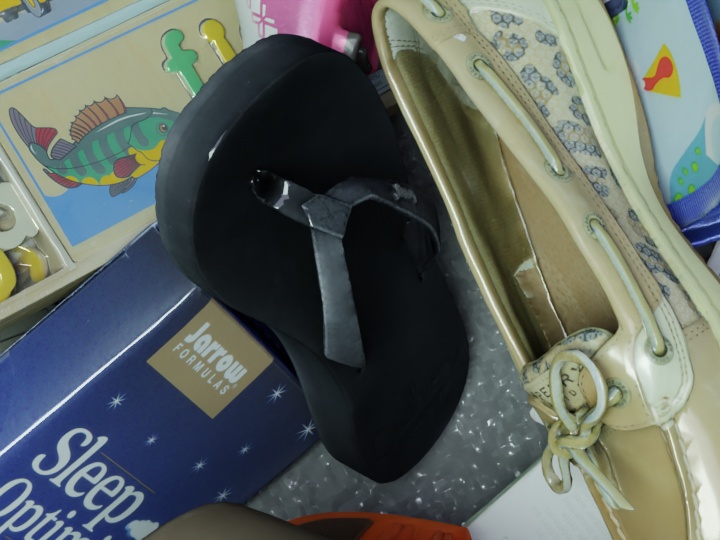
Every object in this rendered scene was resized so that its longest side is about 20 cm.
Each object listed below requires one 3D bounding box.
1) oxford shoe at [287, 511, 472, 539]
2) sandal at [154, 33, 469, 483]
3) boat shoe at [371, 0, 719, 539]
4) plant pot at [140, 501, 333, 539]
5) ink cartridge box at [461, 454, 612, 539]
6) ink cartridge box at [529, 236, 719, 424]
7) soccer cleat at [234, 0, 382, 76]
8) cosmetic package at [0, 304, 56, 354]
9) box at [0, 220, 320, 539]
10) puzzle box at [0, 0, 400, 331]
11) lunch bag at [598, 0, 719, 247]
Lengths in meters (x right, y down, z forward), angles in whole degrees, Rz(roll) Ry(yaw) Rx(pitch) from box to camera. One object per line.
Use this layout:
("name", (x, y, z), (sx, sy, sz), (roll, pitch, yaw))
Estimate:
("oxford shoe", (0.064, 0.126, 0.730), (0.199, 0.071, 0.073), (12, 118, 17))
("sandal", (0.000, 0.000, 0.726), (0.043, 0.200, 0.076), (26, 74, 31))
("boat shoe", (0.059, 0.007, 0.714), (0.062, 0.073, 0.201), (-10, 70, -32))
("plant pot", (-0.002, 0.155, 0.633), (0.174, 0.200, 0.201), (34, 90, 19))
("ink cartridge box", (0.076, 0.138, 0.773), (0.200, 0.048, 0.146), (-43, 75, 15))
("ink cartridge box", (0.178, 0.024, 0.798), (0.199, 0.050, 0.162), (27, 90, 21))
("soccer cleat", (-0.026, -0.131, 0.768), (0.086, 0.070, 0.201), (5, 75, 9))
("cosmetic package", (-0.185, -0.038, 0.771), (0.073, 0.103, 0.201), (-35, 86, 18))
("box", (-0.084, 0.060, 0.761), (0.200, 0.121, 0.032), (-41, 60, 0))
("puzzle box", (-0.083, -0.072, 0.758), (0.200, 0.025, 0.133), (-31, 87, -35))
("lunch bag", (0.121, -0.105, 0.754), (0.199, 0.127, 0.171), (-21, 79, 28))
